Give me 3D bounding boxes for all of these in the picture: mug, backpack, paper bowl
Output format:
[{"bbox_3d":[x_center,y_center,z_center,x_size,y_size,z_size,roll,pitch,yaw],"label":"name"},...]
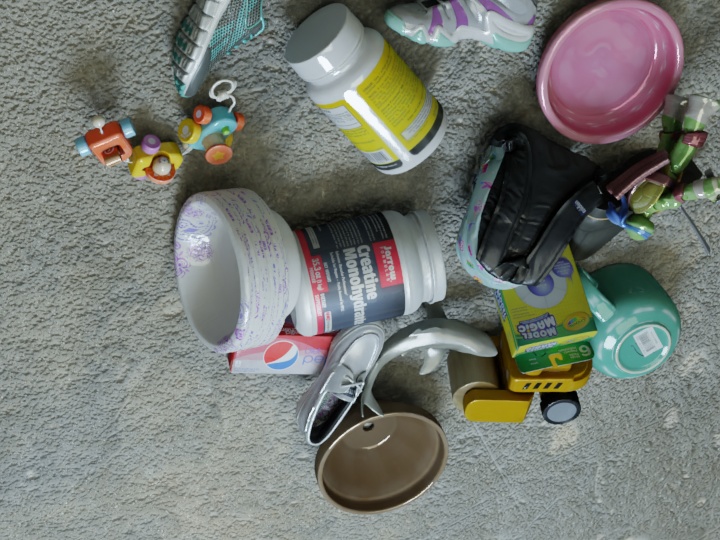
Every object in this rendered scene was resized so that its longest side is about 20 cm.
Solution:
[{"bbox_3d":[0.376,0.081,1.797,0.184,0.115,0.152,4,121,-19],"label":"mug"},{"bbox_3d":[0.210,-0.071,1.608,0.166,0.127,0.201,24,83,-7],"label":"backpack"},{"bbox_3d":[-0.146,-0.003,1.531,0.104,0.201,0.201,-8,126,-32],"label":"paper bowl"}]

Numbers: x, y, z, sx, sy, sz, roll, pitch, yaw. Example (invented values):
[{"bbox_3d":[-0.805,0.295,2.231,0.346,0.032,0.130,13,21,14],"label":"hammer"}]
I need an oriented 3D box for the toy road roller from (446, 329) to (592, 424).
[{"bbox_3d":[0.230,0.127,1.750,0.199,0.123,0.146,0,134,-6],"label":"toy road roller"}]

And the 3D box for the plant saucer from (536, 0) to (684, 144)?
[{"bbox_3d":[0.318,-0.263,1.592,0.200,0.051,0.201,-8,124,-11],"label":"plant saucer"}]

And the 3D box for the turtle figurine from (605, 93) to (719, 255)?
[{"bbox_3d":[0.429,-0.119,1.582,0.199,0.144,0.195,17,94,18],"label":"turtle figurine"}]

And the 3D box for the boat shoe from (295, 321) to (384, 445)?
[{"bbox_3d":[-0.026,0.153,1.672,0.072,0.069,0.200,26,113,-30],"label":"boat shoe"}]

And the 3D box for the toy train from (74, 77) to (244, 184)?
[{"bbox_3d":[-0.227,-0.151,1.457,0.199,0.056,0.150,-21,159,-6],"label":"toy train"}]

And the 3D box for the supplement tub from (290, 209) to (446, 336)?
[{"bbox_3d":[0.000,0.000,1.612,0.199,0.140,0.141,-13,125,-9],"label":"supplement tub"}]

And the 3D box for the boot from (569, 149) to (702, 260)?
[{"bbox_3d":[0.371,-0.088,1.726,0.199,0.078,0.139,-16,149,-22],"label":"boot"}]

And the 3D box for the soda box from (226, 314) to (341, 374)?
[{"bbox_3d":[-0.083,0.100,1.701,0.199,0.063,0.070,3,121,-18],"label":"soda box"}]

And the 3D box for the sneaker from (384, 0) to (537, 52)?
[{"bbox_3d":[0.129,-0.342,1.473,0.199,0.078,0.140,-2,122,-27],"label":"sneaker"}]

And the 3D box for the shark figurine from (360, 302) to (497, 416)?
[{"bbox_3d":[0.071,0.106,1.695,0.214,0.090,0.128,-28,83,-7],"label":"shark figurine"}]

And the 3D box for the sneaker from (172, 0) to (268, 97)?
[{"bbox_3d":[-0.152,-0.283,1.423,0.091,0.078,0.200,15,119,-29],"label":"sneaker"}]

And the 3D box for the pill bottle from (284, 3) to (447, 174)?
[{"bbox_3d":[0.007,-0.219,1.487,0.114,0.114,0.200,-39,125,10],"label":"pill bottle"}]

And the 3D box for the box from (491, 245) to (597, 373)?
[{"bbox_3d":[0.244,0.035,1.680,0.117,0.201,0.048,-11,160,-10],"label":"box"}]

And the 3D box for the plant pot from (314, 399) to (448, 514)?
[{"bbox_3d":[0.023,0.257,1.816,0.200,0.093,0.201,-9,127,-11],"label":"plant pot"}]
